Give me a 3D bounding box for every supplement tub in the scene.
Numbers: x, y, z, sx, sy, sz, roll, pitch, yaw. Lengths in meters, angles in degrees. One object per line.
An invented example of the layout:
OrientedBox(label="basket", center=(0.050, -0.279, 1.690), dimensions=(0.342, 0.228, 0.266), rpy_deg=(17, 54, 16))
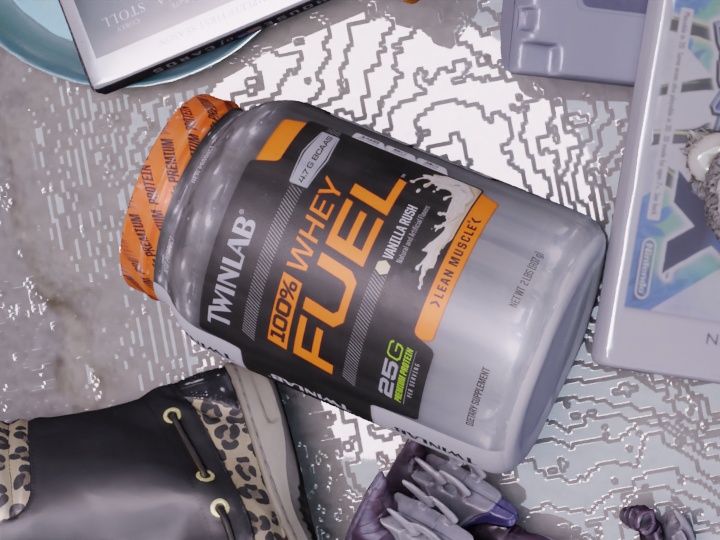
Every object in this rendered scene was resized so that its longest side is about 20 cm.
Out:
OrientedBox(label="supplement tub", center=(0.000, 0.000, 0.970), dimensions=(0.198, 0.122, 0.124), rpy_deg=(22, 93, 13))

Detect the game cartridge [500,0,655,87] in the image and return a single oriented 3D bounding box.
OrientedBox(label="game cartridge", center=(0.134, -0.183, 0.970), dimensions=(0.132, 0.041, 0.202), rpy_deg=(5, 94, -19))

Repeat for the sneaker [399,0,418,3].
OrientedBox(label="sneaker", center=(0.012, -0.222, 0.928), dimensions=(0.091, 0.076, 0.202), rpy_deg=(15, 83, 8))

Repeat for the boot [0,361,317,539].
OrientedBox(label="boot", center=(-0.094, 0.143, 0.973), dimensions=(0.152, 0.074, 0.205), rpy_deg=(-9, 61, -8))

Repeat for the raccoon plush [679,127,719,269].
OrientedBox(label="raccoon plush", center=(0.237, -0.044, 0.942), dimensions=(0.133, 0.199, 0.098), rpy_deg=(-19, 79, 44))

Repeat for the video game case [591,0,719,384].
OrientedBox(label="video game case", center=(0.205, -0.044, 0.969), dimensions=(0.181, 0.022, 0.202), rpy_deg=(9, 92, -14))

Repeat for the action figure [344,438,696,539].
OrientedBox(label="action figure", center=(0.091, 0.150, 0.974), dimensions=(0.199, 0.130, 0.070), rpy_deg=(31, 133, 8))

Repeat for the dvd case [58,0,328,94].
OrientedBox(label="dvd case", center=(-0.091, -0.203, 1.008), dimensions=(0.149, 0.025, 0.202), rpy_deg=(-22, 87, 7))

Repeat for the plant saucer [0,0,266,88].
OrientedBox(label="plant saucer", center=(-0.112, -0.188, 1.036), dimensions=(0.198, 0.027, 0.202), rpy_deg=(0, 90, 7))
